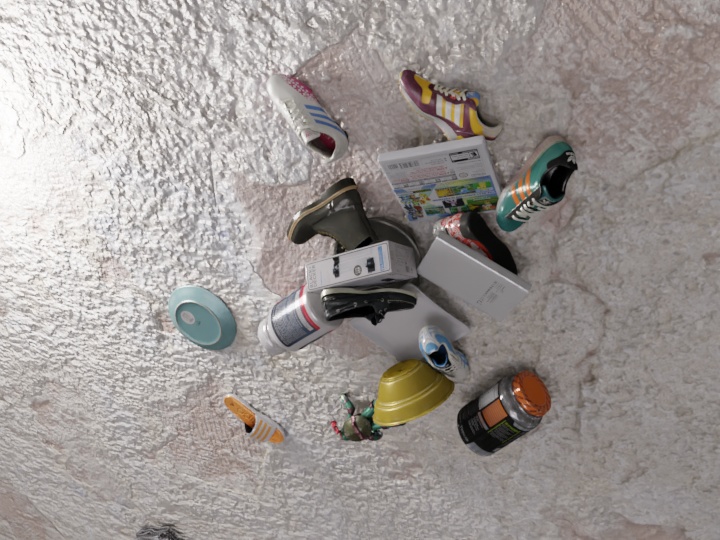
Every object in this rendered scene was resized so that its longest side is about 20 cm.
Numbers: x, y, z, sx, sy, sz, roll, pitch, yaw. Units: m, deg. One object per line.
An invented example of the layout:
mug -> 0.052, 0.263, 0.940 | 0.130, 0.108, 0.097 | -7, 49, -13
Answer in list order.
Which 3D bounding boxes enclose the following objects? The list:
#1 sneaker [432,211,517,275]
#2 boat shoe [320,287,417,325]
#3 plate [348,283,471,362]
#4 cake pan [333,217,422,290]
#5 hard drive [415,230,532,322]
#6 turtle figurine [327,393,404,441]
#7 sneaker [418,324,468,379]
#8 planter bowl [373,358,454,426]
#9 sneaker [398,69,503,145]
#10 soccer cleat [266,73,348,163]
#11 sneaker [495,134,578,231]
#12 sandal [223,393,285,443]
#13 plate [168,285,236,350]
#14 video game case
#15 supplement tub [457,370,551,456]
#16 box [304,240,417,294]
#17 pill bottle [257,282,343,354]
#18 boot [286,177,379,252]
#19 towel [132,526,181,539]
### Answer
sneaker -> 0.221, -0.031, 1.288 | 0.107, 0.068, 0.202 | -6, 134, 47
boat shoe -> 0.019, 0.076, 1.301 | 0.194, 0.068, 0.075 | 4, 153, -14
plate -> 0.105, 0.112, 1.421 | 0.199, 0.033, 0.198 | 35, 132, -26
cake pan -> 0.040, -0.025, 1.378 | 0.196, 0.037, 0.204 | 11, 125, 16
hard drive -> 0.213, 0.014, 1.268 | 0.197, 0.027, 0.132 | 31, 147, 2
turtle figurine -> 0.009, 0.374, 1.628 | 0.198, 0.101, 0.151 | -30, 108, 29
sneaker -> 0.180, 0.192, 1.418 | 0.071, 0.074, 0.200 | -20, 138, 21
planter bowl -> 0.102, 0.252, 1.453 | 0.197, 0.200, 0.085 | -19, 99, 31
sneaker -> 0.157, -0.289, 1.132 | 0.199, 0.076, 0.090 | 37, 131, -16
soccer cleat -> -0.103, -0.284, 1.231 | 0.199, 0.087, 0.070 | 42, 128, -8
sneaker -> 0.306, -0.134, 1.155 | 0.070, 0.081, 0.202 | 7, 133, -24
sandal -> -0.302, 0.423, 1.807 | 0.205, 0.060, 0.079 | 37, 129, -5
plate -> -0.408, 0.128, 1.675 | 0.196, 0.026, 0.204 | 11, 127, 15
video game case -> 0.152, -0.162, 1.207 | 0.196, 0.022, 0.183 | -5, 144, 25
supplement tub -> 0.313, 0.310, 1.439 | 0.122, 0.123, 0.200 | 39, 129, -7
box -> 0.000, 0.000, 1.308 | 0.197, 0.116, 0.062 | -15, 77, 30
pill bottle -> -0.140, 0.112, 1.493 | 0.198, 0.120, 0.120 | -32, 107, 35
boot -> -0.061, -0.072, 1.326 | 0.199, 0.077, 0.140 | -39, 71, 38
towel -> -0.697, 0.986, 2.338 | 0.197, 0.086, 0.167 | -19, 112, 33
